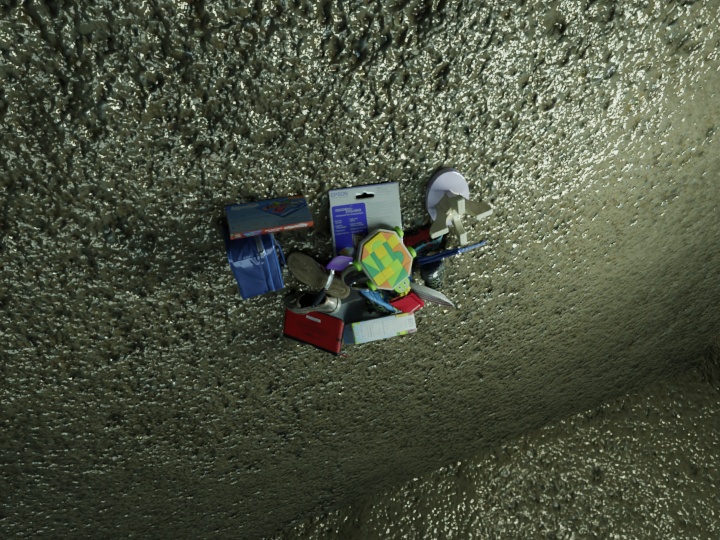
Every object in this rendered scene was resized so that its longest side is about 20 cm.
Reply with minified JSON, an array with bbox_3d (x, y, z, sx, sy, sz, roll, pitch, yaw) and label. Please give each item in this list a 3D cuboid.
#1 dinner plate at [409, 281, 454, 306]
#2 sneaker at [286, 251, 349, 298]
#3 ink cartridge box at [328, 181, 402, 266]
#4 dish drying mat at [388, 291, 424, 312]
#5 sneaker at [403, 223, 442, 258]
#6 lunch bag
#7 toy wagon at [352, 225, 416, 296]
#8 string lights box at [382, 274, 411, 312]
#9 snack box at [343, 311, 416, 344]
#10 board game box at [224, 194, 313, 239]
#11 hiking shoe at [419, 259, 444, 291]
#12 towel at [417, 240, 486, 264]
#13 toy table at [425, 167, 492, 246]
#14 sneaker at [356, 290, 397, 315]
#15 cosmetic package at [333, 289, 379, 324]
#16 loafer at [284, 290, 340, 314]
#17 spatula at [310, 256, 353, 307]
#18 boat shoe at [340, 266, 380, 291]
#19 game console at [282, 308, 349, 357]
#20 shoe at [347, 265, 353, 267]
[{"bbox_3d":[0.185,0.065,1.530,0.199,0.199,0.025,27,82,-42],"label":"dinner plate"},{"bbox_3d":[-0.119,0.005,1.476,0.198,0.113,0.072,33,101,-9],"label":"sneaker"},{"bbox_3d":[0.015,-0.125,1.376,0.195,0.043,0.204,-8,103,-14],"label":"ink cartridge box"},{"bbox_3d":[0.146,0.102,1.587,0.076,0.018,0.200,-24,162,12],"label":"dish drying mat"},{"bbox_3d":[0.154,-0.060,1.526,0.197,0.080,0.096,-18,142,-7],"label":"sneaker"},{"bbox_3d":[-0.261,-0.028,1.316,0.130,0.137,0.202,-15,140,-8],"label":"lunch bag"},{"bbox_3d":[0.078,-0.013,1.372,0.155,0.040,0.201,-38,109,-7],"label":"toy wagon"},{"bbox_3d":[0.109,0.052,1.639,0.101,0.059,0.202,-15,139,-6],"label":"string lights box"},{"bbox_3d":[0.054,0.180,1.606,0.197,0.069,0.169,-11,175,-15],"label":"snack box"},{"bbox_3d":[-0.222,-0.131,1.249,0.197,0.104,0.020,-10,140,-15],"label":"board game box"},{"bbox_3d":[0.224,0.022,1.557,0.074,0.103,0.200,-6,-172,17],"label":"hiking shoe"},{"bbox_3d":[0.269,-0.057,1.520,0.143,0.024,0.199,-16,-179,37],"label":"towel"},{"bbox_3d":[0.257,-0.169,1.428,0.182,0.118,0.200,-29,141,7],"label":"toy table"},{"bbox_3d":[0.042,0.096,1.557,0.082,0.072,0.199,-28,147,17],"label":"sneaker"},{"bbox_3d":[-0.030,0.128,1.662,0.197,0.052,0.152,-17,138,-7],"label":"cosmetic package"},{"bbox_3d":[-0.150,0.086,1.489,0.197,0.073,0.063,0,161,34],"label":"loafer"},{"bbox_3d":[-0.087,0.031,1.376,0.056,0.021,0.201,9,128,-34],"label":"spatula"},{"bbox_3d":[0.043,0.026,1.434,0.197,0.065,0.073,0,130,-27],"label":"boat shoe"},{"bbox_3d":[-0.129,0.187,1.614,0.119,0.197,0.175,-35,138,-63],"label":"game console"},{"bbox_3d":[0.000,0.000,1.506,0.070,0.092,0.202,2,134,-27],"label":"shoe"}]
